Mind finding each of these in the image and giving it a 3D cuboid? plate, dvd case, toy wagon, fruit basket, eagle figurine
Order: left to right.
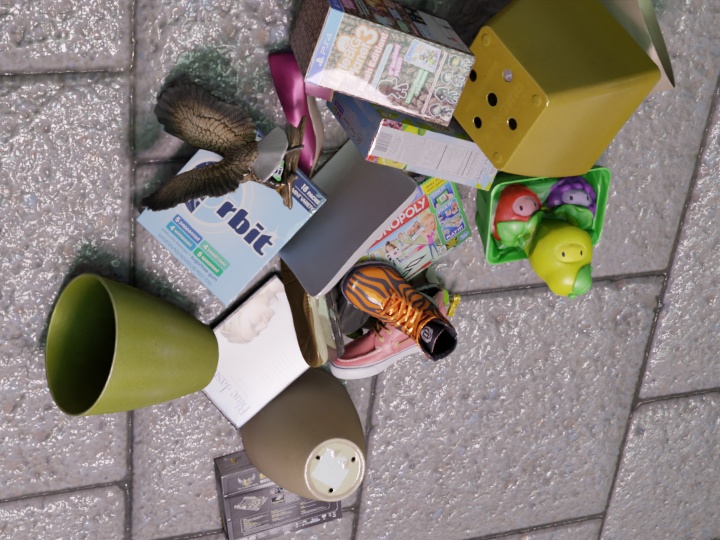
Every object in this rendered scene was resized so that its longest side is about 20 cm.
[{"bbox_3d":[-0.174,-0.139,1.497,0.197,0.153,0.153,11,121,-7],"label":"eagle figurine"},{"bbox_3d":[-0.154,0.119,1.752,0.199,0.018,0.143,-40,105,3],"label":"dvd case"},{"bbox_3d":[-0.025,-0.072,1.601,0.200,0.200,0.032,-47,127,2],"label":"plate"},{"bbox_3d":[0.059,0.037,1.816,0.197,0.040,0.157,8,116,-28],"label":"toy wagon"},{"bbox_3d":[0.281,-0.065,1.751,0.212,0.216,0.158,-10,124,-18],"label":"fruit basket"}]

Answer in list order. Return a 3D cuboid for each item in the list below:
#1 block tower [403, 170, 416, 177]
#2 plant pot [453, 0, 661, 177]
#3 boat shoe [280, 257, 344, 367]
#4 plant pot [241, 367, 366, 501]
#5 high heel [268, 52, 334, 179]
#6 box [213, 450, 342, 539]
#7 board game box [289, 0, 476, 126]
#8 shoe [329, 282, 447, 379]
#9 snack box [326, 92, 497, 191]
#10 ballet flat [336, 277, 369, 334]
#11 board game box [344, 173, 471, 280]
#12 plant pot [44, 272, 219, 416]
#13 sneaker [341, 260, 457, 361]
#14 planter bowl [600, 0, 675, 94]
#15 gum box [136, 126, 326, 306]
[{"bbox_3d":[0.135,-0.159,1.719,0.197,0.054,0.059,-17,126,-15],"label":"block tower"},{"bbox_3d":[0.225,-0.239,1.537,0.175,0.201,0.201,-20,156,-38],"label":"plant pot"},{"bbox_3d":[-0.066,0.035,1.715,0.064,0.073,0.204,-12,98,-36],"label":"boat shoe"},{"bbox_3d":[-0.067,0.262,1.766,0.184,0.200,0.191,-4,103,-17],"label":"plant pot"},{"bbox_3d":[-0.093,-0.198,1.607,0.095,0.068,0.202,16,119,0],"label":"high heel"},{"bbox_3d":[-0.130,0.353,1.920,0.197,0.048,0.161,-14,123,-16],"label":"box"},{"bbox_3d":[0.024,-0.281,1.508,0.197,0.160,0.098,15,114,-17],"label":"board game box"},{"bbox_3d":[0.040,0.086,1.773,0.197,0.072,0.092,-20,124,-18],"label":"shoe"},{"bbox_3d":[0.073,-0.191,1.600,0.197,0.169,0.068,10,118,-28],"label":"snack box"},{"bbox_3d":[0.000,0.000,1.732,0.066,0.057,0.203,-6,120,-40],"label":"ballet flat"},{"bbox_3d":[0.058,-0.049,1.682,0.199,0.029,0.136,-35,132,-12],"label":"board game box"},{"bbox_3d":[-0.300,0.110,1.632,0.198,0.187,0.189,10,116,-43],"label":"plant pot"},{"bbox_3d":[0.068,0.058,1.655,0.198,0.112,0.078,26,102,-37],"label":"sneaker"},{"bbox_3d":[0.338,-0.322,1.640,0.133,0.202,0.201,-20,131,22],"label":"planter bowl"},{"bbox_3d":[-0.171,-0.084,1.591,0.170,0.045,0.200,44,97,-8],"label":"gum box"}]
